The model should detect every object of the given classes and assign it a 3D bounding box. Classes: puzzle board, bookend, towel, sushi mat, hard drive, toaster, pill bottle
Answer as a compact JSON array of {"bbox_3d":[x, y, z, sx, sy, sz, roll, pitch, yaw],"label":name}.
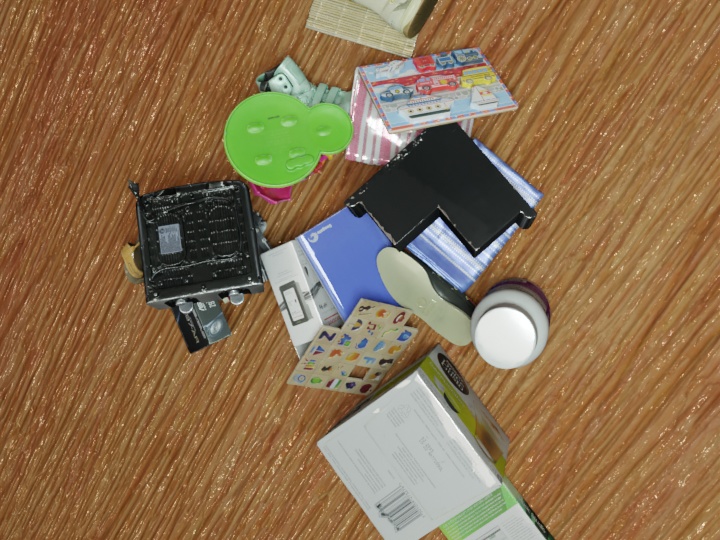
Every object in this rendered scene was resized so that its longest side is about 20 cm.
[{"bbox_3d":[0.111,-0.268,0.949,0.197,0.018,0.152,-13,53,-11],"label":"puzzle board"},{"bbox_3d":[0.116,-0.084,0.957,0.198,0.092,0.201,-41,79,3],"label":"bookend"},{"bbox_3d":[0.169,-0.085,1.016,0.144,0.024,0.201,39,94,2],"label":"towel"},{"bbox_3d":[0.080,-0.232,1.019,0.196,0.030,0.149,7,102,-4],"label":"towel"},{"bbox_3d":[0.008,-0.417,1.060,0.197,0.012,0.097,21,104,15],"label":"sushi mat"},{"bbox_3d":[0.000,0.000,1.061,0.131,0.025,0.202,-32,98,-11],"label":"hard drive"},{"bbox_3d":[-0.251,-0.042,1.021,0.177,0.119,0.204,-10,77,-8],"label":"toaster"},{"bbox_3d":[0.220,0.078,0.953,0.110,0.200,0.115,2,98,18],"label":"pill bottle"}]

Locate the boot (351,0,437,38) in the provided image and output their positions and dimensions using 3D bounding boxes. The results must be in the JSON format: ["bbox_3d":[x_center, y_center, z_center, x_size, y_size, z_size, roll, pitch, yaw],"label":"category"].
[{"bbox_3d":[0.067,-0.480,0.998,0.154,0.072,0.202,34,99,15],"label":"boot"}]

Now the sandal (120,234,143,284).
[{"bbox_3d":[-0.407,-0.022,1.179,0.199,0.053,0.081,-35,74,53],"label":"sandal"}]

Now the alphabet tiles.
[{"bbox_3d":[-0.005,0.127,1.053,0.201,0.165,0.008,-57,35,29],"label":"alphabet tiles"}]

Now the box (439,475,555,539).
[{"bbox_3d":[0.243,0.460,1.083,0.144,0.036,0.201,-40,85,19],"label":"box"}]

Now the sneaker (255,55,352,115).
[{"bbox_3d":[-0.075,-0.286,1.046,0.197,0.074,0.119,-5,134,20],"label":"sneaker"}]

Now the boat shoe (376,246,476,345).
[{"bbox_3d":[0.108,0.034,1.047,0.201,0.063,0.074,42,120,0],"label":"boat shoe"}]

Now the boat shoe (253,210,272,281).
[{"bbox_3d":[-0.198,-0.074,1.147,0.067,0.072,0.202,-26,72,-14],"label":"boat shoe"}]

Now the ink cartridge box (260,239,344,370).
[{"bbox_3d":[-0.084,0.051,1.095,0.067,0.116,0.203,-20,91,20],"label":"ink cartridge box"}]

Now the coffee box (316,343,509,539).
[{"bbox_3d":[0.092,0.267,1.022,0.199,0.197,0.201,-39,84,17],"label":"coffee box"}]

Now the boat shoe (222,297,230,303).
[{"bbox_3d":[-0.249,-0.031,1.138,0.062,0.072,0.201,-31,57,-7],"label":"boat shoe"}]

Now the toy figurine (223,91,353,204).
[{"bbox_3d":[-0.117,-0.181,1.058,0.197,0.184,0.153,-15,79,-11],"label":"toy figurine"}]

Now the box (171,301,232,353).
[{"bbox_3d":[-0.305,0.040,1.158,0.160,0.043,0.203,-23,90,61],"label":"box"}]
